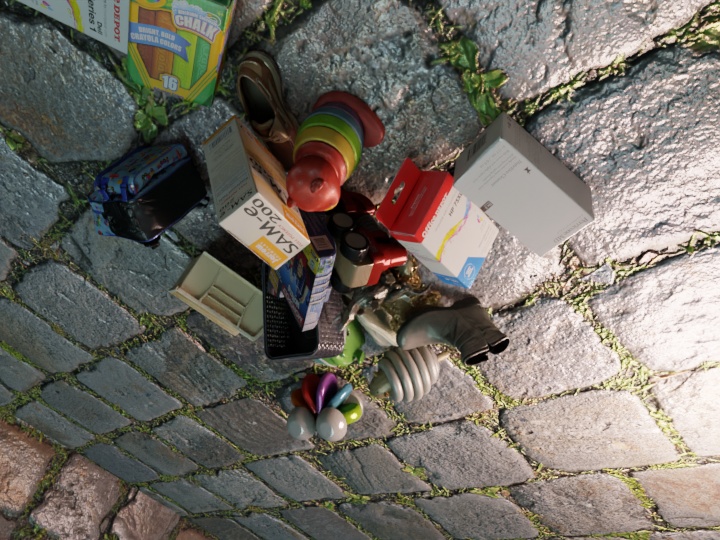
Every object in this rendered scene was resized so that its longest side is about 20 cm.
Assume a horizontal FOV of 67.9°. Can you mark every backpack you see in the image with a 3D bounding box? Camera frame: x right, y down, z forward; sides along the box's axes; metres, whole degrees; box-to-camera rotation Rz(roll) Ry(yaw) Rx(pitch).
[{"bbox_3d":[-0.408,-0.142,0.984,0.195,0.184,0.137,5,129,31],"label":"backpack"}]

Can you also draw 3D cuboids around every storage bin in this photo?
[{"bbox_3d":[-0.292,0.060,1.135,0.197,0.095,0.199,38,163,-18],"label":"storage bin"},{"bbox_3d":[-0.113,0.069,1.049,0.132,0.207,0.093,-11,167,29],"label":"storage bin"}]

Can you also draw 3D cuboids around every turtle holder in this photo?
[{"bbox_3d":[-0.060,0.132,1.169,0.128,0.185,0.146,-8,100,25],"label":"turtle holder"}]

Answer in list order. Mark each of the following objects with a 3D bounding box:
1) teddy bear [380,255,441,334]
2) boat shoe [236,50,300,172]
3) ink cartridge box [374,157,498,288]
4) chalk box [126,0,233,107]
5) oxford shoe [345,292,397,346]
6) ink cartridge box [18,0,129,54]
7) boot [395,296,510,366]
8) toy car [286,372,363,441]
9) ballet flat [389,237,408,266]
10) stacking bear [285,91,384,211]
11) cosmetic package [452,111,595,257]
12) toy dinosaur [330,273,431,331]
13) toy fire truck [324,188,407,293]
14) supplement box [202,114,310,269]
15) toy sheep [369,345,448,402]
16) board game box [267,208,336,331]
[{"bbox_3d":[0.087,0.048,1.076,0.142,0.067,0.202,-24,116,26],"label":"teddy bear"},{"bbox_3d":[-0.149,-0.239,0.857,0.074,0.073,0.203,-3,133,23],"label":"boat shoe"},{"bbox_3d":[0.125,-0.075,0.856,0.199,0.118,0.067,38,167,-34],"label":"ink cartridge box"},{"bbox_3d":[-0.234,-0.353,0.718,0.121,0.127,0.202,13,140,-15],"label":"chalk box"},{"bbox_3d":[0.020,0.099,1.137,0.057,0.077,0.200,-19,129,37],"label":"oxford shoe"},{"bbox_3d":[-0.390,-0.424,0.750,0.195,0.085,0.146,24,137,-6],"label":"ink cartridge box"},{"bbox_3d":[0.173,0.128,1.009,0.195,0.132,0.069,-19,129,-8],"label":"boot"},{"bbox_3d":[-0.093,0.339,1.380,0.194,0.174,0.155,-5,96,25],"label":"toy car"},{"bbox_3d":[0.000,0.000,0.971,0.195,0.067,0.058,-23,111,-6],"label":"ballet flat"},{"bbox_3d":[-0.052,-0.167,0.798,0.119,0.203,0.114,-17,128,33],"label":"stacking bear"},{"bbox_3d":[0.248,-0.126,0.817,0.198,0.082,0.113,34,134,-14],"label":"cosmetic package"},{"bbox_3d":[0.035,0.039,0.990,0.079,0.196,0.102,66,159,-1],"label":"toy dinosaur"},{"bbox_3d":[0.026,-0.075,0.922,0.195,0.178,0.131,-9,137,-29],"label":"toy fire truck"},{"bbox_3d":[-0.156,-0.119,0.794,0.073,0.203,0.126,-34,138,12],"label":"supplement box"},{"bbox_3d":[0.108,0.224,1.186,0.196,0.138,0.140,-26,136,-16],"label":"toy sheep"},{"bbox_3d":[-0.102,-0.009,0.903,0.060,0.202,0.204,-8,135,-28],"label":"board game box"}]
